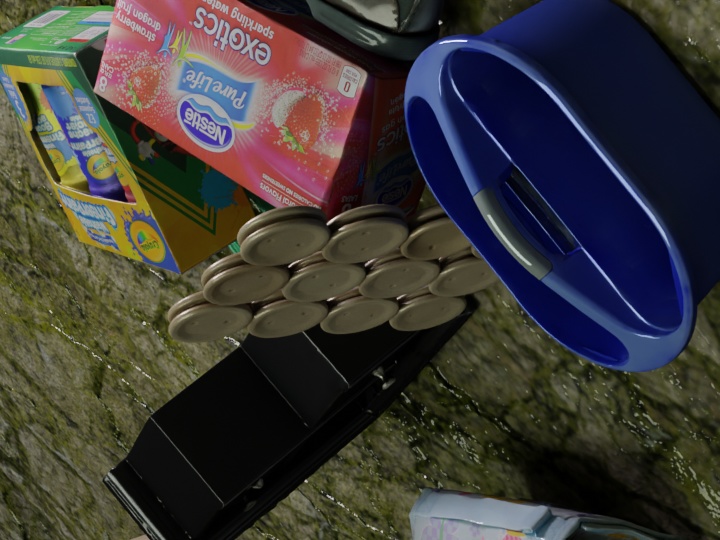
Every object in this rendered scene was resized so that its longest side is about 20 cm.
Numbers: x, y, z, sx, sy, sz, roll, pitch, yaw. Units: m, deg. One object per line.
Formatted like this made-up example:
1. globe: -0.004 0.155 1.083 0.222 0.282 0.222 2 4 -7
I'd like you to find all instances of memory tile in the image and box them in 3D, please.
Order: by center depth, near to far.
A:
1. memory tile: 0.000 0.000 1.014 0.153 0.198 0.017 -45 54 51

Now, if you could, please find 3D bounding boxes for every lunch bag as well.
1. lunch bag: 0.136 0.218 1.126 0.201 0.127 0.169 52 154 -18

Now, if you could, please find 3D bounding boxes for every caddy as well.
1. caddy: 0.107 -0.043 0.906 0.200 0.105 0.141 51 151 4

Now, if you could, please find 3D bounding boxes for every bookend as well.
1. bookend: -0.050 0.082 1.166 0.092 0.198 0.200 48 149 7

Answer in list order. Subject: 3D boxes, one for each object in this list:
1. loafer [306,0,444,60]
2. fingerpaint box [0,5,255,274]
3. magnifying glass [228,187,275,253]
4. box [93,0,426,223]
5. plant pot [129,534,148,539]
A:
1. loafer: -0.032 -0.190 0.993 0.199 0.072 0.063 32 126 20
2. fingerpaint box: -0.173 -0.096 1.250 0.199 0.073 0.168 16 134 59
3. magnifying glass: -0.099 -0.081 1.242 0.079 0.022 0.201 7 126 53
4. box: -0.051 -0.111 1.038 0.199 0.095 0.101 33 115 31
5. plant pot: -0.194 0.363 1.682 0.199 0.177 0.201 11 130 50
